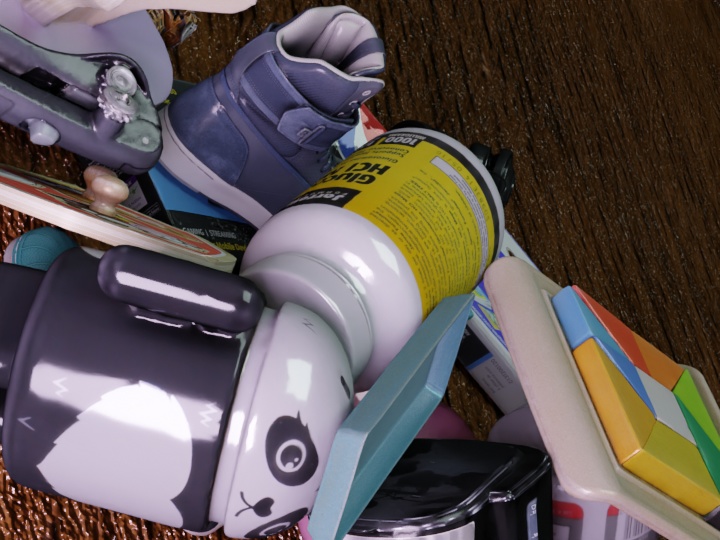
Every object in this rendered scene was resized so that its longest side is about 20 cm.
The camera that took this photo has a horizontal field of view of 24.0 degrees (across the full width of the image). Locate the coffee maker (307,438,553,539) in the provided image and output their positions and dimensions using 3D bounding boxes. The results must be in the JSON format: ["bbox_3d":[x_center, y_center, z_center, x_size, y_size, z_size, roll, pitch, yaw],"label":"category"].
[{"bbox_3d":[0.045,0.196,0.927,0.192,0.133,0.202,-61,148,-78],"label":"coffee maker"}]

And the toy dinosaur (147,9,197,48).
[{"bbox_3d":[-0.183,-0.188,1.105,0.200,0.101,0.137,3,65,-75],"label":"toy dinosaur"}]

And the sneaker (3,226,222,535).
[{"bbox_3d":[-0.114,0.049,0.943,0.201,0.080,0.071,53,25,-7],"label":"sneaker"}]

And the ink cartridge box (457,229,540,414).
[{"bbox_3d":[0.128,0.044,1.475,0.198,0.043,0.200,49,25,-17],"label":"ink cartridge box"}]

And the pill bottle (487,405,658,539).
[{"bbox_3d":[0.131,0.197,1.086,0.114,0.113,0.202,-59,154,-65],"label":"pill bottle"}]

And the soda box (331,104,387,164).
[{"bbox_3d":[-0.017,-0.086,1.298,0.200,0.071,0.063,48,63,-17],"label":"soda box"}]

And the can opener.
[{"bbox_3d":[-0.191,-0.103,0.906,0.199,0.078,0.064,25,45,-35],"label":"can opener"}]

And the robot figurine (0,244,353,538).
[{"bbox_3d":[-0.102,0.061,0.834,0.198,0.126,0.150,14,-7,1],"label":"robot figurine"}]

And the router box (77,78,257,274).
[{"bbox_3d":[-0.101,-0.053,1.137,0.199,0.051,0.150,5,55,-60],"label":"router box"}]

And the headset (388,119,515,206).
[{"bbox_3d":[0.071,-0.069,1.422,0.122,0.095,0.200,15,6,-16],"label":"headset"}]

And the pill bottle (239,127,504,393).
[{"bbox_3d":[0.000,0.000,0.973,0.113,0.112,0.200,54,34,-5],"label":"pill bottle"}]

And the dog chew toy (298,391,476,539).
[{"bbox_3d":[-0.016,0.099,1.037,0.200,0.124,0.125,46,24,-3],"label":"dog chew toy"}]

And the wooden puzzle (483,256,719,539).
[{"bbox_3d":[0.170,0.088,1.003,0.199,0.037,0.186,28,31,-36],"label":"wooden puzzle"}]

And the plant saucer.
[{"bbox_3d":[0.018,0.071,0.863,0.019,0.070,0.200,21,24,10],"label":"plant saucer"}]

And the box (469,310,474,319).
[{"bbox_3d":[0.004,0.042,1.181,0.049,0.082,0.200,57,23,10],"label":"box"}]

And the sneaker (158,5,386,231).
[{"bbox_3d":[-0.018,-0.084,1.089,0.202,0.146,0.077,30,31,-45],"label":"sneaker"}]

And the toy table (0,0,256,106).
[{"bbox_3d":[-0.158,-0.189,0.982,0.199,0.117,0.185,30,41,-38],"label":"toy table"}]

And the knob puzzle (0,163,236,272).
[{"bbox_3d":[-0.146,-0.041,0.908,0.218,0.031,0.220,21,2,-1],"label":"knob puzzle"}]
